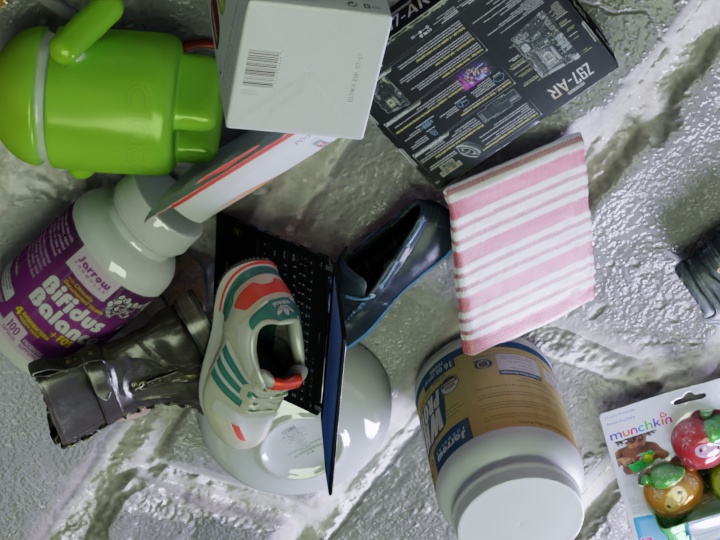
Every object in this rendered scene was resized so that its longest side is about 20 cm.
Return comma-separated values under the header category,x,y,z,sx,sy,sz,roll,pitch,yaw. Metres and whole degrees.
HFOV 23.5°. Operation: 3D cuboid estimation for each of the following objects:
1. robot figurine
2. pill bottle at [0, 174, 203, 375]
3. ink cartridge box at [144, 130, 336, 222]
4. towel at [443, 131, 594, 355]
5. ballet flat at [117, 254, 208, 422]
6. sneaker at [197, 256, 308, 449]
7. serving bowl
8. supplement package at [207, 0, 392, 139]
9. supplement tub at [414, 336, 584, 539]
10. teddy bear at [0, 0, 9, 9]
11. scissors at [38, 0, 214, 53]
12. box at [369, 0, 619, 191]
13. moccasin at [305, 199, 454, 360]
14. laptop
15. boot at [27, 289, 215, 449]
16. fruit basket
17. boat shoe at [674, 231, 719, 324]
category,x,y,z,sx,sy,sz,roll,pitch,yaw
robot figurine,-0.212,-0.139,1.415,0.198,0.116,0.176,4,149,0
pill bottle,-0.236,-0.001,1.538,0.200,0.113,0.112,-41,124,22
ink cartridge box,-0.083,-0.088,1.441,0.162,0.200,0.050,-30,103,14
towel,0.148,-0.024,1.614,0.146,0.030,0.201,-23,129,-18
ballet flat,-0.201,0.072,1.622,0.067,0.068,0.201,-17,142,-47
sneaker,-0.090,0.092,1.507,0.070,0.093,0.201,-10,128,-26
serving bowl,-0.062,0.155,1.724,0.198,0.066,0.201,-5,128,-6
supplement package,-0.053,-0.207,1.346,0.109,0.201,0.114,4,127,-14
supplement tub,0.136,0.172,1.684,0.143,0.201,0.145,-5,129,-6
teddy bear,-0.347,-0.242,1.365,0.144,0.067,0.201,-15,124,-10
scissors,-0.202,-0.184,1.459,0.199,0.014,0.073,15,126,-22
box,0.098,-0.181,1.494,0.199,0.044,0.160,-35,126,17
moccasin,0.000,0.000,1.607,0.200,0.081,0.068,-46,139,11
laptop,-0.077,0.074,1.559,0.199,0.103,0.178,22,126,23
boot,-0.201,0.111,1.569,0.173,0.069,0.201,-28,136,-8
fruit basket,0.360,0.205,1.822,0.184,0.094,0.201,-17,126,4
boat shoe,0.392,0.034,1.708,0.091,0.071,0.200,-34,119,19
